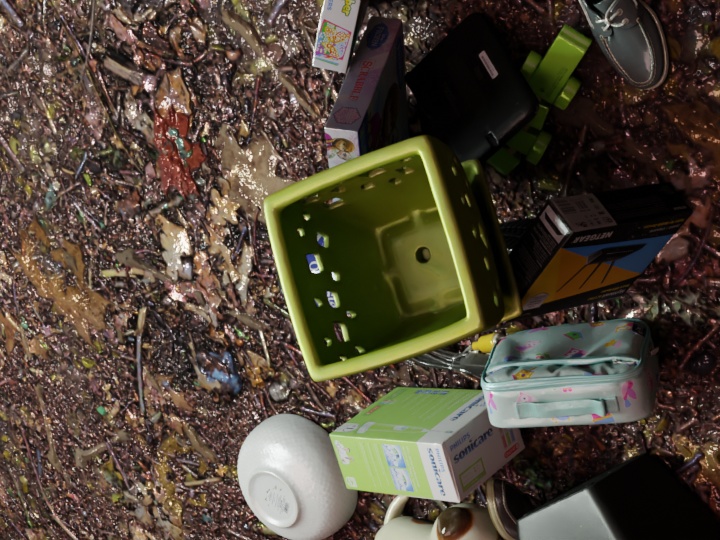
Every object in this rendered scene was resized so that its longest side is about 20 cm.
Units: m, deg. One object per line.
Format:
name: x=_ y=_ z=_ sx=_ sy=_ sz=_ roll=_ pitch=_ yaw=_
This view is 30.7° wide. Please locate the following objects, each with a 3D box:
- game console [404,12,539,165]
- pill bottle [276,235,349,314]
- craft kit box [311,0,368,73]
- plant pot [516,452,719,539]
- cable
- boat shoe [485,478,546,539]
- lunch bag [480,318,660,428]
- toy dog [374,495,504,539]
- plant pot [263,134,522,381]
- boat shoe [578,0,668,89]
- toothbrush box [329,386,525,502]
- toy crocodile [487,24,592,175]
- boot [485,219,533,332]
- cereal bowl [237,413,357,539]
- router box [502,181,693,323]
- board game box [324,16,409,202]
game console: x=0.132 y=-0.160 z=1.489 sx=0.176 sy=0.116 sz=0.200 roll=-42 pitch=41 yaw=18
pill bottle: x=0.000 y=0.000 z=1.679 sx=0.199 sy=0.112 sz=0.112 roll=-4 pitch=109 yaw=39
craft kit box: x=-0.005 y=-0.350 z=1.456 sx=0.048 sy=0.200 sz=0.198 roll=10 pitch=124 yaw=1
plant pot: x=0.305 y=0.337 z=1.573 sx=0.200 sy=0.199 sz=0.178 roll=-38 pitch=76 yaw=42
cable: x=0.144 y=0.111 z=1.685 sx=0.200 sy=0.050 sz=0.097 roll=5 pitch=146 yaw=50
boat shoe: x=0.220 y=0.318 z=1.666 sx=0.066 sy=0.072 sz=0.201 roll=-16 pitch=136 yaw=22
lunch bag: x=0.243 y=0.119 z=1.502 sx=0.199 sy=0.160 sz=0.077 roll=-8 pitch=107 yaw=21
toy dog: x=0.114 y=0.385 z=1.784 sx=0.139 sy=0.195 sz=0.200 roll=26 pitch=140 yaw=-30
plant pot: x=0.046 y=-0.011 z=1.337 sx=0.198 sy=0.181 sz=0.201 roll=-19 pitch=83 yaw=26
boat shoe: x=0.257 y=-0.276 z=1.380 sx=0.073 sy=0.062 sz=0.201 roll=-21 pitch=98 yaw=41
toothbrush box: x=0.085 y=0.219 z=1.687 sx=0.200 sy=0.145 sz=0.086 roll=-5 pitch=109 yaw=45
toy crocodile: x=0.197 y=-0.188 z=1.476 sx=0.067 sy=0.062 sz=0.200 roll=27 pitch=125 yaw=3
boot: x=0.181 y=0.015 z=1.584 sx=0.200 sy=0.077 sz=0.139 roll=7 pitch=120 yaw=49
cereal bowl: x=-0.106 y=0.317 z=1.936 sx=0.200 sy=0.083 sz=0.201 roll=16 pitch=120 yaw=31
router box: x=0.247 y=-0.021 z=1.423 sx=0.051 sy=0.199 sz=0.149 roll=57 pitch=136 yaw=26
board game box: x=0.012 y=-0.150 z=1.502 sx=0.041 sy=0.200 sz=0.200 roll=8 pitch=139 yaw=13
